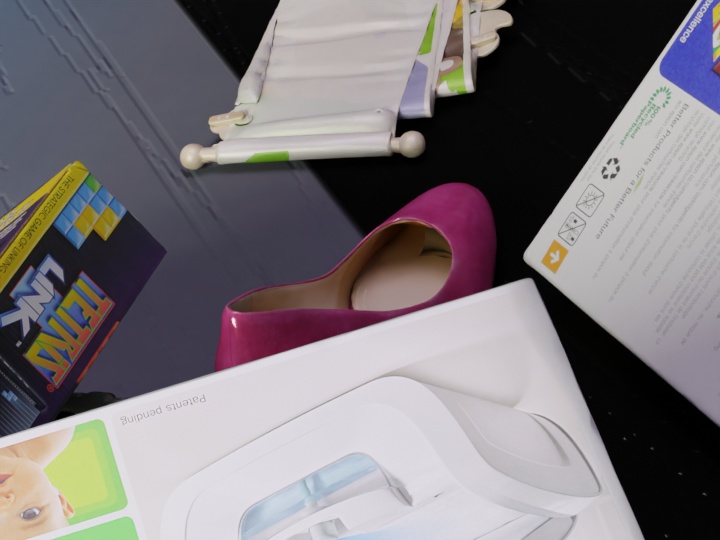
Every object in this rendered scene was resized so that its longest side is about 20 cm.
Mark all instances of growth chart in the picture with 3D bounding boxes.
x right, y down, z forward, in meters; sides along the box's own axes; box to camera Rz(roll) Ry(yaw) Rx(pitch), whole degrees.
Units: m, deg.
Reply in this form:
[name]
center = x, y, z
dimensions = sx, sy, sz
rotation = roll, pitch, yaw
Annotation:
[growth chart]
center = 0.005, -0.114, 1.187
dimensions = 0.144, 0.018, 0.200
rotation = 2, 38, 20

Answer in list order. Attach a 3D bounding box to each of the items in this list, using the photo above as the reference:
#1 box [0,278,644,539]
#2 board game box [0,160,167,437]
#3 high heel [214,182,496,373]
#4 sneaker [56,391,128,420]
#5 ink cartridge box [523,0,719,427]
[box]
center = -0.007, 0.124, 0.745
dimensions = 0.199, 0.097, 0.177
rotation = -16, 58, -7
[board game box]
center = -0.182, 0.064, 0.892
dimensions = 0.200, 0.057, 0.165
rotation = -32, 18, 41
[high heel]
center = 0.000, 0.000, 0.963
dimensions = 0.067, 0.096, 0.200
rotation = 11, 42, 31
[sneaker]
center = -0.084, 0.111, 0.859
dimensions = 0.085, 0.075, 0.200
rotation = -37, 41, -28
[ink cartridge box]
center = 0.179, -0.035, 0.905
dimensions = 0.198, 0.047, 0.200
rotation = -55, 42, 8
